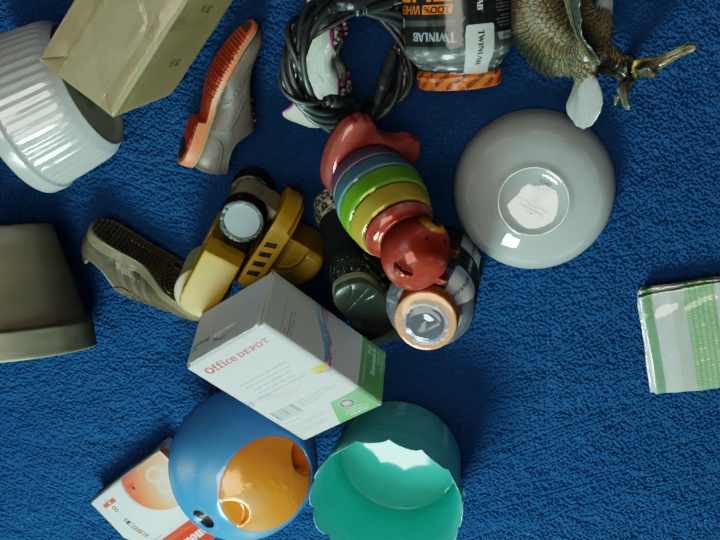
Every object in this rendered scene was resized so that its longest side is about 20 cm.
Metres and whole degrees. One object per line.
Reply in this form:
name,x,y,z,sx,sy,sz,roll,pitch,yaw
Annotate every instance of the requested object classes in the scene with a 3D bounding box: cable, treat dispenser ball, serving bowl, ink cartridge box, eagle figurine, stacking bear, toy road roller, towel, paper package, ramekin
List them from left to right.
ramekin,-0.376,-0.207,1.100,0.105,0.200,0.201,-23,103,8
paper package,-0.244,-0.290,1.039,0.103,0.200,0.191,38,111,-4
ink cartridge box,-0.283,0.372,1.358,0.162,0.050,0.200,-38,95,20
treat dispenser ball,-0.157,0.259,1.212,0.200,0.201,0.202,3,110,10
toy road roller,-0.134,-0.018,1.158,0.146,0.123,0.200,30,112,-13
ink cartridge box,-0.088,0.109,1.104,0.145,0.088,0.200,-30,128,35
cable,-0.014,-0.237,1.035,0.051,0.200,0.164,25,141,41
stacking bear,0.036,-0.063,1.011,0.121,0.200,0.114,15,125,-40
serving bowl,0.209,-0.091,1.091,0.199,0.066,0.201,3,109,9
eagle figurine,0.240,-0.275,0.993,0.200,0.151,0.152,37,122,-15
towel,0.454,0.074,1.125,0.199,0.031,0.150,-10,109,12

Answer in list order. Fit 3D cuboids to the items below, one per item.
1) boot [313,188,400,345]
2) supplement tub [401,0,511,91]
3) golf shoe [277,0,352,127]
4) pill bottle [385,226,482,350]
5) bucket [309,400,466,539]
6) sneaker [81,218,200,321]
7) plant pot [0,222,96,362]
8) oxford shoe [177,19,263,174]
boot,0.001,-0.001,1.152,0.073,0.204,0.154,-19,62,8
supplement tub,0.106,-0.308,1.005,0.122,0.123,0.201,-1,108,11
golf shoe,-0.060,-0.267,1.080,0.091,0.075,0.201,2,108,14
pill bottle,0.089,0.024,1.082,0.106,0.200,0.107,3,110,9
bucket,0.044,0.286,1.217,0.206,0.135,0.208,4,109,11
sneaker,-0.293,0.010,1.235,0.200,0.070,0.076,39,131,0
plant pot,-0.467,0.028,1.215,0.199,0.200,0.175,-6,91,13
oxford shoe,-0.160,-0.215,1.131,0.072,0.071,0.201,19,111,-27
